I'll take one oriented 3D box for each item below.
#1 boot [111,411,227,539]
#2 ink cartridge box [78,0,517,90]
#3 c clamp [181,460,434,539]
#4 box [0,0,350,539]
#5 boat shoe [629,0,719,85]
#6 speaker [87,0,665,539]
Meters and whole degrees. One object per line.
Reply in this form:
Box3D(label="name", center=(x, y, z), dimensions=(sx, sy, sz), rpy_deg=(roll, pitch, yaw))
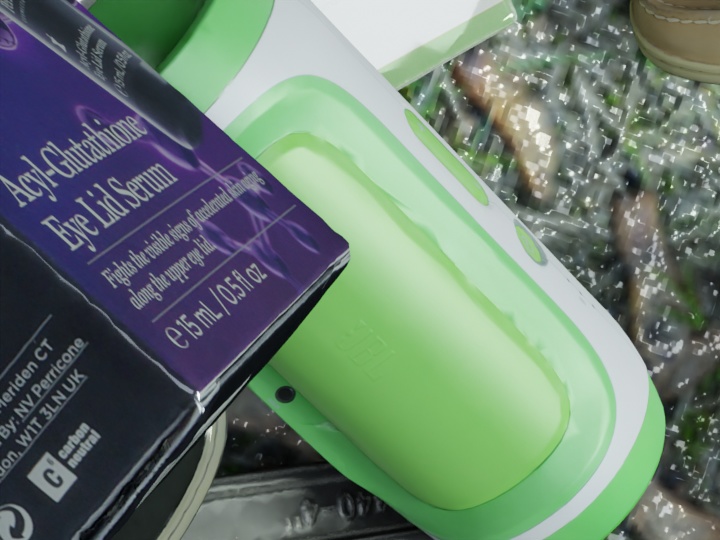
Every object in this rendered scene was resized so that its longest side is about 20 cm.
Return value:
Box3D(label="boot", center=(-0.140, 0.076, 0.718), dimensions=(0.203, 0.154, 0.074), rpy_deg=(-37, 68, 8))
Box3D(label="ink cartridge box", center=(-0.061, -0.127, 0.792), dimensions=(0.145, 0.048, 0.201), rpy_deg=(-29, 100, -9))
Box3D(label="c clamp", center=(-0.004, 0.140, 0.808), dimensions=(0.199, 0.027, 0.172), rpy_deg=(-12, 83, -30))
Box3D(label="box", center=(-0.119, -0.018, 0.628), dimensions=(0.200, 0.148, 0.104), rpy_deg=(42, 108, 0))
Box3D(label="boat shoe", center=(0.166, -0.110, 0.793), dimensions=(0.199, 0.072, 0.065), rpy_deg=(-14, 144, 23))
Box3D(label="speaker", center=(0.000, 0.000, 0.764), dimensions=(0.089, 0.088, 0.200), rpy_deg=(-48, 118, -5))
